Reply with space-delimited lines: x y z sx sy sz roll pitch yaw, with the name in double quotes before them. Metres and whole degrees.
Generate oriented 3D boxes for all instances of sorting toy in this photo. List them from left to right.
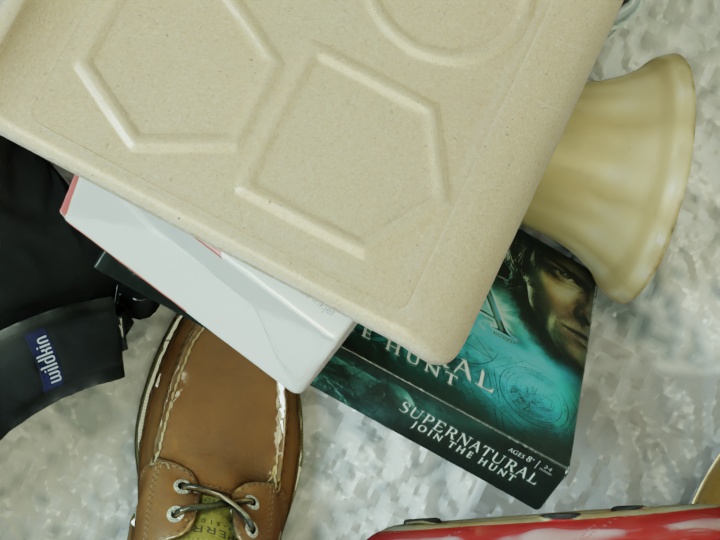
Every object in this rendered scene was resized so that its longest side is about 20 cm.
"sorting toy" -0.019 -0.085 1.063 0.199 0.036 0.186 29 66 -7

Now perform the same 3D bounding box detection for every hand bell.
"hand bell" 0.024 -0.059 1.192 0.199 0.104 0.105 13 88 -11

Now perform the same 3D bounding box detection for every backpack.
"backpack" -0.197 0.027 1.130 0.167 0.126 0.200 46 61 -14

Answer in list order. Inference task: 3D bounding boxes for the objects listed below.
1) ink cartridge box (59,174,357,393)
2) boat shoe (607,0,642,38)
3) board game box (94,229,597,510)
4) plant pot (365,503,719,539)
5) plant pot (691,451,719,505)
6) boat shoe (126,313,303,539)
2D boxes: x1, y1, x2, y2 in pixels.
"ink cartridge box" -0.006 -0.070 1.112 0.116 0.068 0.200 36 65 1
"boat shoe" 0.014 -0.118 1.212 0.201 0.065 0.075 5 89 -10
"board game box" 0.000 0.000 1.182 0.199 0.136 0.028 29 125 -10
"plant pot" 0.087 0.186 1.162 0.199 0.200 0.184 -2 86 -10
"plant pot" 0.227 0.138 1.272 0.199 0.027 0.202 0 90 -9
"boat shoe" -0.059 0.107 1.198 0.071 0.068 0.201 7 88 -9
